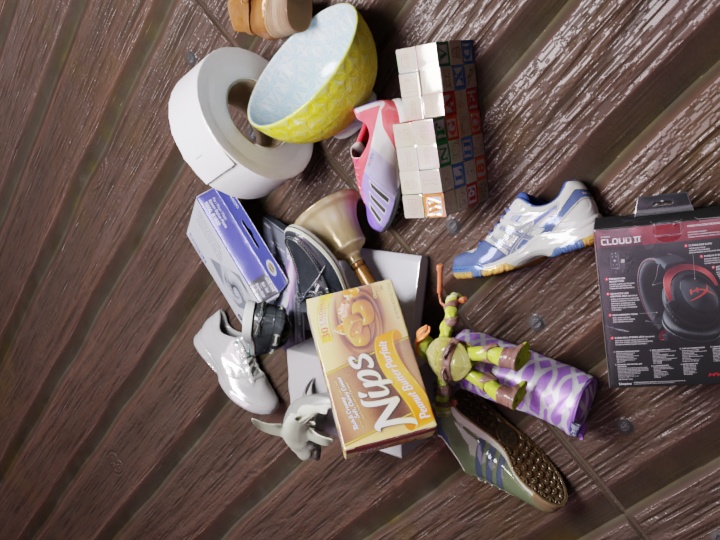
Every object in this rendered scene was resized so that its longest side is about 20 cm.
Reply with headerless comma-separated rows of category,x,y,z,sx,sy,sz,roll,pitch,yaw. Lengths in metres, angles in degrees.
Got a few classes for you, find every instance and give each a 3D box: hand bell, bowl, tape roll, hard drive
hand bell,0.000,0.000,1.100,0.104,0.104,0.200,-41,74,39
bowl,-0.043,-0.236,1.050,0.200,0.201,0.108,-19,136,40
tape roll,-0.162,-0.202,1.107,0.071,0.202,0.203,-25,89,40
hard drive,0.001,0.034,1.155,0.200,0.025,0.132,8,93,36

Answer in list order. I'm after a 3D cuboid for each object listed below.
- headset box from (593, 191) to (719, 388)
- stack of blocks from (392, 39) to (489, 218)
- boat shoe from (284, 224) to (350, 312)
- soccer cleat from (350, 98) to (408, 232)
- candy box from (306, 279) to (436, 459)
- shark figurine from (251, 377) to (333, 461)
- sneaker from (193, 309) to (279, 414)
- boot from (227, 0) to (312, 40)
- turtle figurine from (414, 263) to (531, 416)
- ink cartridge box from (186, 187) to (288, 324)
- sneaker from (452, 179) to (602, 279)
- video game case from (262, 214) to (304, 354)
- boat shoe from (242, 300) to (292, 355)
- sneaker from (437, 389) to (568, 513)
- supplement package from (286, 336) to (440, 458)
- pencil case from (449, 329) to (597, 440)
headset box,0.333,0.018,0.858,0.148,0.075,0.201,-6,102,19
stack of blocks,0.095,-0.173,0.976,0.058,0.115,0.201,1,105,37
boat shoe,-0.056,0.031,1.089,0.075,0.062,0.200,2,122,55
soccer cleat,0.018,-0.134,1.048,0.068,0.073,0.200,-110,21,-43
candy box,0.010,0.121,1.002,0.055,0.115,0.201,91,164,-67
shark figurine,-0.059,0.180,1.085,0.128,0.090,0.214,30,139,-14
sneaker,-0.200,0.152,1.346,0.200,0.075,0.089,45,115,18
boot,-0.125,-0.419,1.094,0.155,0.074,0.201,18,101,47
turtle figurine,0.125,0.100,0.984,0.161,0.064,0.201,13,99,35
ink cartridge box,-0.199,-0.022,1.250,0.200,0.041,0.200,57,154,8
sneaker,0.196,-0.048,0.977,0.200,0.075,0.088,-20,84,31
video game case,-0.118,0.027,1.225,0.143,0.019,0.201,-145,51,-62
boat shoe,-0.129,0.088,1.159,0.060,0.200,0.076,8,82,1
sneaker,0.184,0.258,1.090,0.200,0.067,0.090,45,134,17
supplement package,0.008,0.167,1.153,0.200,0.120,0.122,10,111,35
pencil case,0.204,0.143,1.025,0.200,0.084,0.086,23,138,32
